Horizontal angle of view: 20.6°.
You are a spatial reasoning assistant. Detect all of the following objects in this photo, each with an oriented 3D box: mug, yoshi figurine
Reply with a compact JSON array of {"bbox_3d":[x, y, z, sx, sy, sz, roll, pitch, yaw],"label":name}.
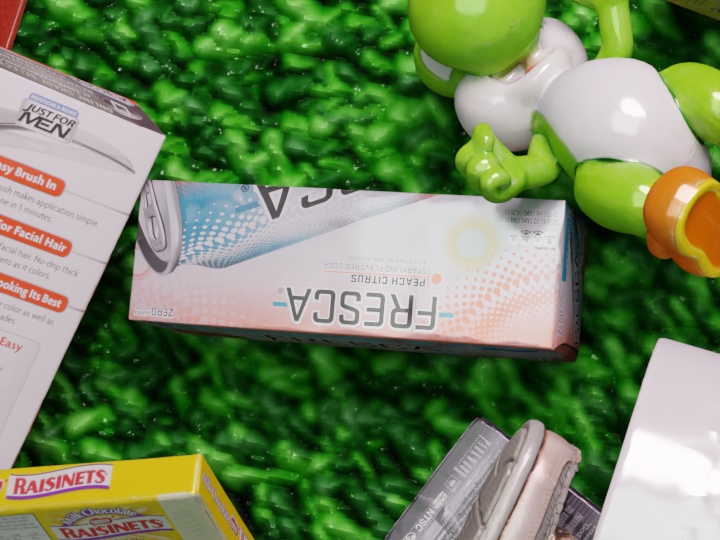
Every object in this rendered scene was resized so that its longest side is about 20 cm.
[{"bbox_3d":[0.189,0.103,0.797,0.175,0.148,0.200,18,52,10],"label":"mug"},{"bbox_3d":[0.085,-0.082,0.833,0.200,0.112,0.112,32,121,43],"label":"yoshi figurine"}]

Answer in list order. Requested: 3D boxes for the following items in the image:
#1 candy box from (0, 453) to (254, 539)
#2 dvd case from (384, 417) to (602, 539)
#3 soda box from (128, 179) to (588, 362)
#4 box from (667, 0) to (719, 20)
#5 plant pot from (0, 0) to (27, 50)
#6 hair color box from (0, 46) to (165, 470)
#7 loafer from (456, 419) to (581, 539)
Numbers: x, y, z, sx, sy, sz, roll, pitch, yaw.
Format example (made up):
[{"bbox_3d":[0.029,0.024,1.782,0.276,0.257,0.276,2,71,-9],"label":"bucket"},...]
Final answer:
[{"bbox_3d":[-0.152,0.124,0.903,0.200,0.102,0.026,-5,51,14],"label":"candy box"},{"bbox_3d":[0.085,0.183,0.874,0.200,0.016,0.149,38,92,17],"label":"dvd case"},{"bbox_3d":[0.000,0.000,0.898,0.200,0.064,0.069,3,83,15],"label":"soda box"},{"bbox_3d":[0.177,-0.210,0.843,0.050,0.075,0.200,21,85,-4],"label":"box"},{"bbox_3d":[-0.292,-0.141,0.936,0.176,0.200,0.200,15,86,27],"label":"plant pot"},{"bbox_3d":[-0.184,0.000,0.904,0.111,0.064,0.200,22,101,-26],"label":"hair color box"},{"bbox_3d":[0.055,0.164,0.849,0.063,0.072,0.200,25,95,0],"label":"loafer"}]
